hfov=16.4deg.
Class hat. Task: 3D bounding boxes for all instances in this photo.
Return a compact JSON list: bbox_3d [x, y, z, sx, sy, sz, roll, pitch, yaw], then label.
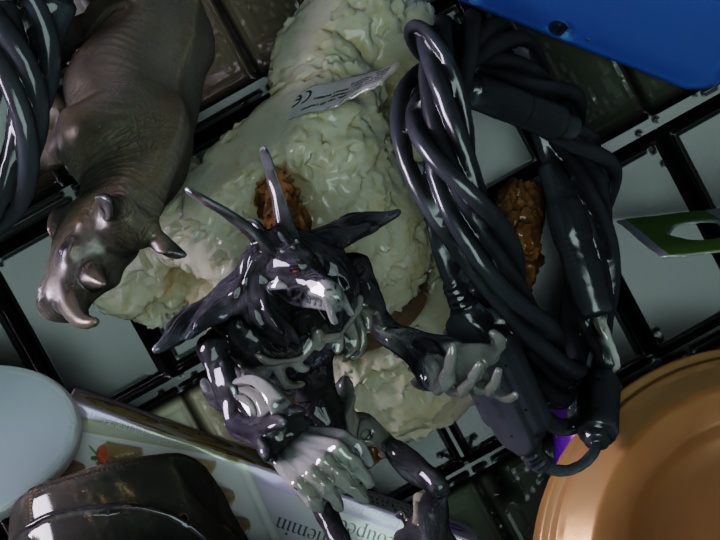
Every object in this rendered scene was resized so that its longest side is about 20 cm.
[{"bbox_3d":[-0.094,0.123,1.063,0.199,0.201,0.081,-8,64,-1],"label":"hat"}]

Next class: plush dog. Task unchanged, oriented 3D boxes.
[{"bbox_3d":[0.000,0.000,1.082,0.200,0.161,0.172,-42,120,3],"label":"plush dog"}]

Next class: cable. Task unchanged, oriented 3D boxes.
[{"bbox_3d":[-0.217,-0.086,1.006,0.199,0.051,0.164,13,104,5],"label":"cable"},{"bbox_3d":[0.070,-0.027,1.034,0.050,0.164,0.201,-9,124,29],"label":"cable"}]

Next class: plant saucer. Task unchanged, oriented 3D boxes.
[{"bbox_3d":[0.172,0.126,1.055,0.198,0.037,0.202,1,73,-4],"label":"plant saucer"}]

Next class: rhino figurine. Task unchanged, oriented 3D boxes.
[{"bbox_3d":[-0.103,-0.049,1.036,0.087,0.201,0.060,-30,125,26],"label":"rhino figurine"}]

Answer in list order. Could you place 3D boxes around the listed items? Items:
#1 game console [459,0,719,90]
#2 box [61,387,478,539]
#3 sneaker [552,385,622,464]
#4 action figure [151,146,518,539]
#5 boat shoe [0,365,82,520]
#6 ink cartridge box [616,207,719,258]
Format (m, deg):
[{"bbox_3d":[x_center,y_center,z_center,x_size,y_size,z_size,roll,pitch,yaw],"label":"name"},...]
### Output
[{"bbox_3d":[0.106,-0.206,1.112,0.199,0.118,0.172,21,65,-5],"label":"game console"},{"bbox_3d":[-0.045,0.105,1.133,0.199,0.041,0.039,20,96,-4],"label":"box"},{"bbox_3d":[0.098,0.144,1.130,0.099,0.070,0.202,-16,92,14],"label":"sneaker"},{"bbox_3d":[0.000,0.053,0.950,0.119,0.102,0.201,-33,115,-29],"label":"action figure"},{"bbox_3d":[-0.215,0.106,1.108,0.201,0.086,0.075,-27,79,-5],"label":"boat shoe"},{"bbox_3d":[0.219,0.011,1.078,0.198,0.148,0.076,-5,98,-1],"label":"ink cartridge box"}]
